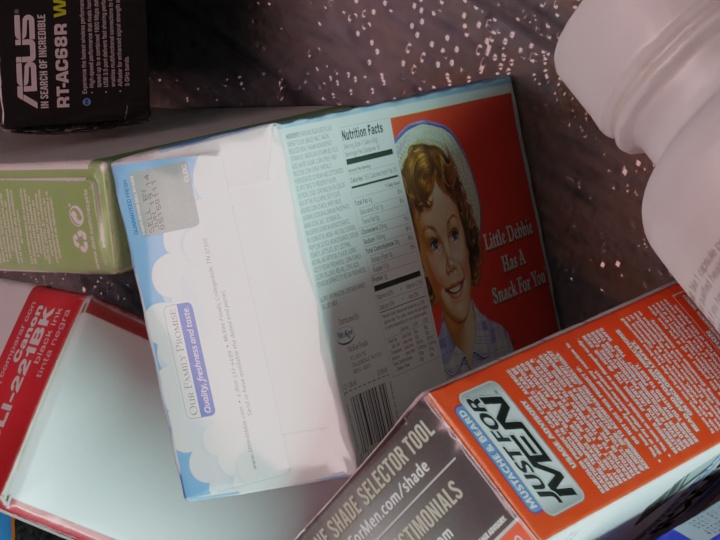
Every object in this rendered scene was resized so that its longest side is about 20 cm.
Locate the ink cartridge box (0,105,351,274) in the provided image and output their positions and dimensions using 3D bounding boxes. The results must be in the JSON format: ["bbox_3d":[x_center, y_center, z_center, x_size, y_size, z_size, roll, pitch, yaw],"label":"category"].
[{"bbox_3d":[-0.119,-0.037,0.986,0.199,0.145,0.048,2,103,40],"label":"ink cartridge box"}]

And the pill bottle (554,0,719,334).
[{"bbox_3d":[0.156,-0.019,0.775,0.200,0.114,0.114,53,128,18],"label":"pill bottle"}]

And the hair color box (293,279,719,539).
[{"bbox_3d":[0.067,0.069,0.813,0.064,0.200,0.111,52,128,16],"label":"hair color box"}]

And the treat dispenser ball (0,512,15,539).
[{"bbox_3d":[-0.258,0.119,1.104,0.200,0.201,0.202,11,107,39],"label":"treat dispenser ball"}]

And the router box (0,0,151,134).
[{"bbox_3d":[-0.129,-0.164,0.975,0.150,0.062,0.201,-141,48,-71],"label":"router box"}]

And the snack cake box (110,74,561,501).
[{"bbox_3d":[0.000,0.000,0.852,0.067,0.200,0.115,-12,93,26],"label":"snack cake box"}]

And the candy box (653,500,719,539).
[{"bbox_3d":[0.116,0.177,0.818,0.077,0.169,0.201,29,118,28],"label":"candy box"}]

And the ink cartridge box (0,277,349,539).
[{"bbox_3d":[-0.107,0.064,0.956,0.200,0.144,0.084,7,73,58],"label":"ink cartridge box"}]
